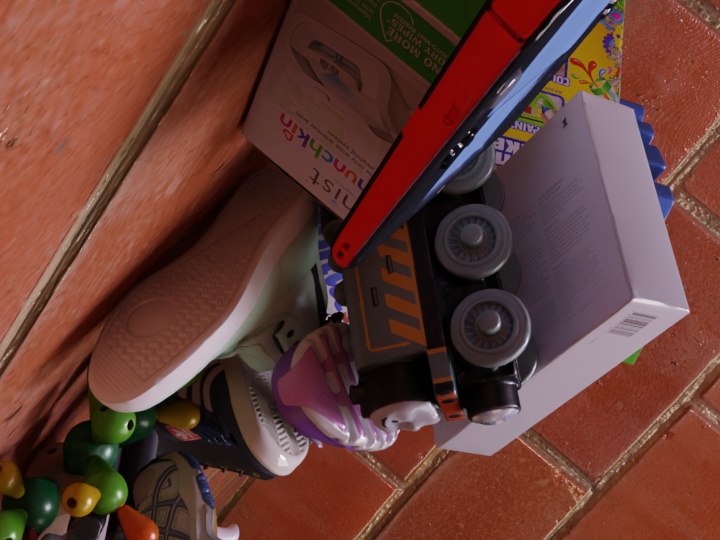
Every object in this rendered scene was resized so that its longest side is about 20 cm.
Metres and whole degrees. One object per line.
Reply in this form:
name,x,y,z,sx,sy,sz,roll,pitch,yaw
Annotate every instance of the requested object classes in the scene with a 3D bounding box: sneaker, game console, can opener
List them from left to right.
can opener,-0.182,0.185,0.928,0.067,0.053,0.201,-54,-161,28
sneaker,-0.128,0.178,0.839,0.087,0.076,0.200,-12,-157,-16
sneaker,-0.126,0.142,1.086,0.200,0.106,0.075,-37,-176,30
sneaker,-0.100,0.099,0.943,0.084,0.075,0.200,-42,-152,2
sneaker,-0.078,0.041,0.819,0.201,0.073,0.119,-50,143,-37
sneaker,-0.017,0.081,0.872,0.088,0.081,0.200,-18,173,19
game console,0.075,-0.095,0.625,0.200,0.031,0.177,-41,168,-53

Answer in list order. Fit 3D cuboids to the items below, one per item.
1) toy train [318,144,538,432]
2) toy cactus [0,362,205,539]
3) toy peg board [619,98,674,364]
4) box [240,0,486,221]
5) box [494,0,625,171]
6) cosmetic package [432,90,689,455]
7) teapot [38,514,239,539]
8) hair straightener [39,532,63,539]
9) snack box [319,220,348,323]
toy train,0.038,-0.001,0.805,0.113,0.202,0.085,-12,160,8
toy cactus,-0.168,0.122,0.854,0.165,0.102,0.201,-41,-167,49
toy peg board,0.195,-0.042,1.089,0.201,0.097,0.200,-91,-162,-55
box,0.049,-0.145,0.713,0.200,0.097,0.177,-48,175,-31
box,0.106,-0.098,1.039,0.200,0.121,0.194,121,-20,-60
cosmetic package,0.110,0.007,0.864,0.200,0.051,0.152,-44,-135,44
teapot,-0.217,0.280,1.199,0.200,0.146,0.197,-49,175,-5
hair straightener,-0.222,0.202,0.964,0.200,0.076,0.041,106,10,-73
snack box,0.000,0.000,0.997,0.071,0.024,0.201,-21,133,-1
